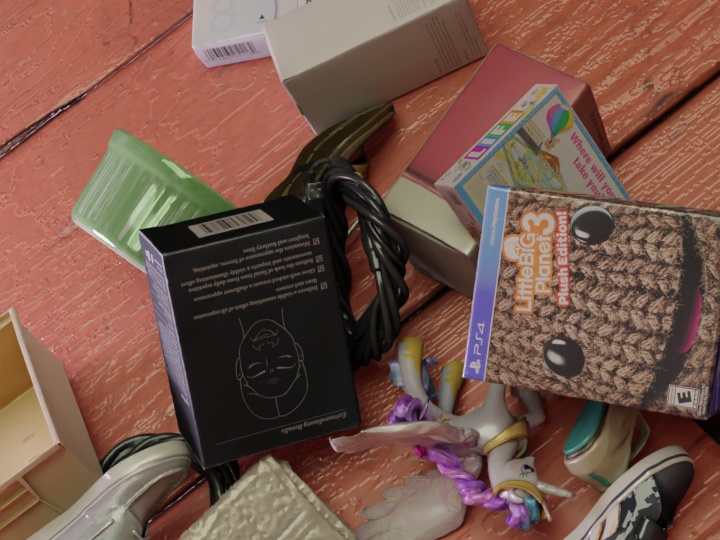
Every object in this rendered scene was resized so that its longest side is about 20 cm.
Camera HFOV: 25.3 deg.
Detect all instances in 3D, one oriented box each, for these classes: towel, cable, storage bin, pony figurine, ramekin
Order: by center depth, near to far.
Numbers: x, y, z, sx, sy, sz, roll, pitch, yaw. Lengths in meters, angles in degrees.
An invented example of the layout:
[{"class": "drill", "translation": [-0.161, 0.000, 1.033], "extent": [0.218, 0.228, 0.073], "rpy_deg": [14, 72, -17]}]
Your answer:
[{"class": "pony figurine", "translation": [0.078, 0.145, 1.383], "extent": [0.193, 0.167, 0.200], "rpy_deg": [-9, 46, 6]}, {"class": "towel", "translation": [-0.104, 0.269, 1.400], "extent": [0.200, 0.034, 0.133], "rpy_deg": [-43, 84, -13]}, {"class": "cable", "translation": [0.000, 0.000, 1.458], "extent": [0.051, 0.200, 0.163], "rpy_deg": [-14, 21, -27]}, {"class": "cable", "translation": [-0.197, 0.230, 1.477], "extent": [0.200, 0.051, 0.163], "rpy_deg": [-43, 53, -3]}, {"class": "storage bin", "translation": [-0.357, 0.176, 1.504], "extent": [0.198, 0.094, 0.200], "rpy_deg": [-36, 43, 3]}, {"class": "ramekin", "translation": [-0.179, -0.039, 1.529], "extent": [0.200, 0.200, 0.098], "rpy_deg": [33, 85, 30]}]

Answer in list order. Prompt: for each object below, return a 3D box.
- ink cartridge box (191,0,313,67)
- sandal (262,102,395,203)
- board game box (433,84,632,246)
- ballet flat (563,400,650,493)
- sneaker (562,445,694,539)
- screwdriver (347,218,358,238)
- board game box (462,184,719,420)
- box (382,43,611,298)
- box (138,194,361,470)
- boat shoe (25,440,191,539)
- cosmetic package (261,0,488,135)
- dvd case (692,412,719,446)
[{"class": "ink cartridge box", "translation": [-0.098, -0.325, 1.731], "extent": [0.160, 0.047, 0.200], "rpy_deg": [-9, 63, 15]}, {"class": "sandal", "translation": [-0.028, -0.094, 1.573], "extent": [0.080, 0.054, 0.200], "rpy_deg": [-9, 36, 45]}, {"class": "board game box", "translation": [0.170, -0.044, 1.403], "extent": [0.134, 0.200, 0.034], "rpy_deg": [-44, 24, -16]}, {"class": "ballet flat", "translation": [0.226, 0.110, 1.379], "extent": [0.069, 0.070, 0.200], "rpy_deg": [8, 45, 23]}, {"class": "sneaker", "translation": [0.213, 0.236, 1.316], "extent": [0.200, 0.078, 0.079], "rpy_deg": [-46, 53, 6]}, {"class": "screwdriver", "translation": [-0.055, 0.017, 1.547], "extent": [0.028, 0.029, 0.200], "rpy_deg": [32, 83, 30]}, {"class": "board game box", "translation": [0.199, 0.021, 1.286], "extent": [0.200, 0.097, 0.160], "rpy_deg": [8, 95, 21]}, {"class": "box", "translation": [0.127, -0.085, 1.481], "extent": [0.109, 0.128, 0.200], "rpy_deg": [29, 77, 29]}, {"class": "box", "translation": [-0.098, 0.051, 1.416], "extent": [0.148, 0.200, 0.107], "rpy_deg": [-14, 16, -16]}, {"class": "boat shoe", "translation": [-0.220, 0.232, 1.411], "extent": [0.201, 0.070, 0.072], "rpy_deg": [-39, 63, 4]}, {"class": "cosmetic package", "translation": [0.016, -0.231, 1.609], "extent": [0.200, 0.108, 0.085], "rpy_deg": [-23, 58, 5]}, {"class": "dvd case", "translation": [0.324, 0.056, 1.304], "extent": [0.022, 0.200, 0.146], "rpy_deg": [-3, 33, -31]}]
